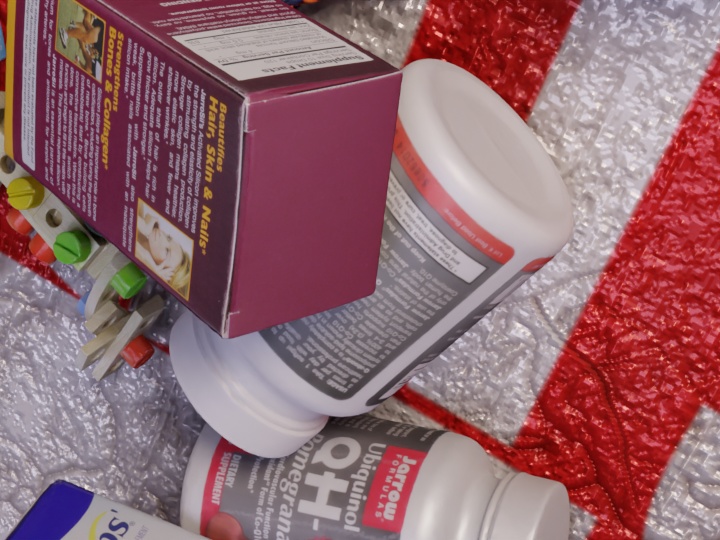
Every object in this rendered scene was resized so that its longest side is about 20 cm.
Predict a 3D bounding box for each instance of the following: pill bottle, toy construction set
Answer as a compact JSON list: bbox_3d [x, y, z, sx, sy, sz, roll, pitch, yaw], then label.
[{"bbox_3d":[0.010,0.138,0.859,0.198,0.111,0.112,9,117,22],"label":"pill bottle"},{"bbox_3d":[-0.185,-0.027,0.886,0.200,0.092,0.131,42,109,-4],"label":"toy construction set"},{"bbox_3d":[0.000,0.000,0.780,0.116,0.116,0.200,47,116,-2],"label":"pill bottle"}]

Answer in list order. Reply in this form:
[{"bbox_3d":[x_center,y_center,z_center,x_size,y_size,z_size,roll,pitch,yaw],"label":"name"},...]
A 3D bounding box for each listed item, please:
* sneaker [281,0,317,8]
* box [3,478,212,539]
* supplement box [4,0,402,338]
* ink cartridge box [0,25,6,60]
[{"bbox_3d":[-0.004,-0.161,0.747,0.078,0.075,0.200,45,126,-4],"label":"sneaker"},{"bbox_3d":[-0.105,0.236,0.854,0.198,0.105,0.185,19,134,12],"label":"box"},{"bbox_3d":[-0.079,-0.070,0.709,0.199,0.085,0.112,36,129,41],"label":"supplement box"},{"bbox_3d":[-0.291,-0.195,0.837,0.127,0.125,0.202,6,116,23],"label":"ink cartridge box"}]
